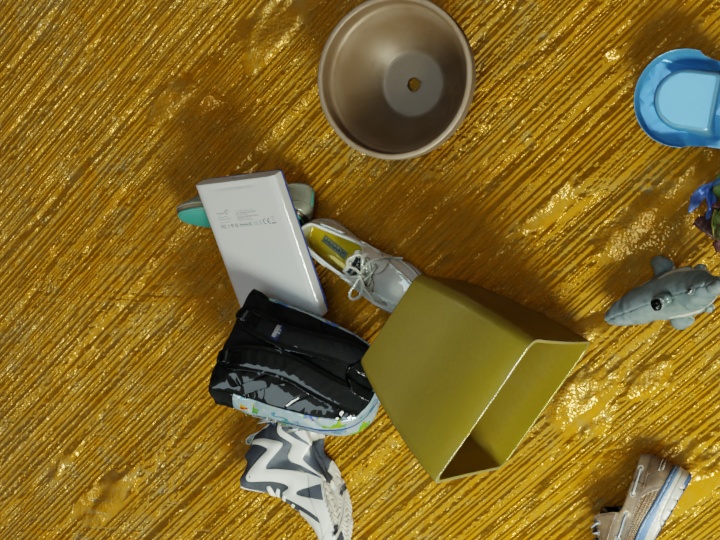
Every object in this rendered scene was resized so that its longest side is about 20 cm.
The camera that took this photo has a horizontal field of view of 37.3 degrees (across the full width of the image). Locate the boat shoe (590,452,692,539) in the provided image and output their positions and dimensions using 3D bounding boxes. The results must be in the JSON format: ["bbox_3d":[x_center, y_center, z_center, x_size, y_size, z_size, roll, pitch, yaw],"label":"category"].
[{"bbox_3d":[0.317,0.311,1.277,0.072,0.072,0.201,31,93,22],"label":"boat shoe"}]

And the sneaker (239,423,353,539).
[{"bbox_3d":[-0.096,0.293,1.426,0.129,0.079,0.200,-24,84,22],"label":"sneaker"}]

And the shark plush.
[{"bbox_3d":[0.356,0.038,1.192,0.083,0.200,0.091,-16,98,-18],"label":"shark plush"}]

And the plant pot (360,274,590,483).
[{"bbox_3d":[0.122,0.112,1.280,0.176,0.200,0.200,40,105,26],"label":"plant pot"}]

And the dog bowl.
[{"bbox_3d":[0.417,-0.188,1.220,0.199,0.050,0.112,12,96,21],"label":"dog bowl"}]

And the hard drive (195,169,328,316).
[{"bbox_3d":[-0.128,-0.030,1.398,0.131,0.025,0.201,-3,115,33],"label":"hard drive"}]

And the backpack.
[{"bbox_3d":[-0.067,0.133,1.363,0.199,0.154,0.164,8,59,19],"label":"backpack"}]

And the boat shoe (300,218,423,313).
[{"bbox_3d":[0.002,-0.005,1.369,0.202,0.086,0.075,37,105,16],"label":"boat shoe"}]

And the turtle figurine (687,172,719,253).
[{"bbox_3d":[0.459,-0.021,1.159,0.199,0.144,0.195,-10,96,32],"label":"turtle figurine"}]

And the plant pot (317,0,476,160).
[{"bbox_3d":[0.055,-0.237,1.335,0.200,0.093,0.202,1,92,22],"label":"plant pot"}]

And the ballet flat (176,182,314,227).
[{"bbox_3d":[-0.153,-0.093,1.447,0.199,0.067,0.064,2,65,20],"label":"ballet flat"}]
